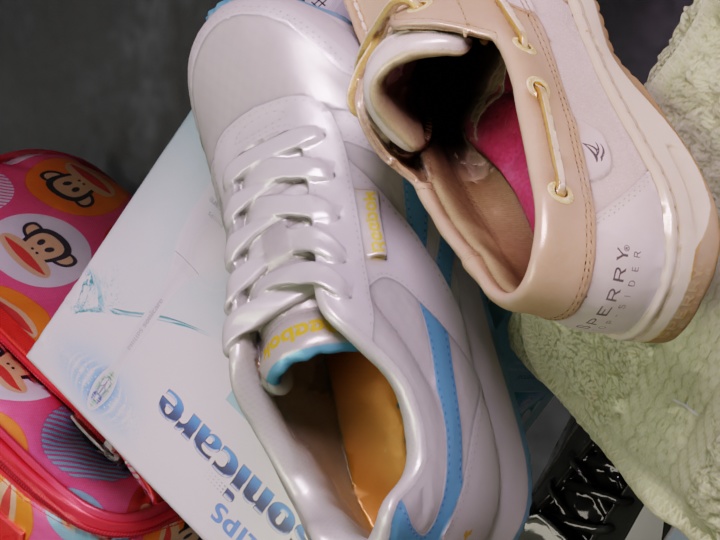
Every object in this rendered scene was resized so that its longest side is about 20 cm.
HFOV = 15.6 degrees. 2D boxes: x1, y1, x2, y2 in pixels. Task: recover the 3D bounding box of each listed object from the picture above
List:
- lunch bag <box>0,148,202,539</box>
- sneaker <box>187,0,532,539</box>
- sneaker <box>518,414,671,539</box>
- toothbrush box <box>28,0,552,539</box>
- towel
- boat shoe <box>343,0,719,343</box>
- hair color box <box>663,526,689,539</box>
[{"bbox_3d":[-0.129,0.047,1.059,0.200,0.176,0.082,41,132,24],"label":"lunch bag"},{"bbox_3d":[-0.008,0.000,0.829,0.076,0.081,0.201,-28,75,26],"label":"sneaker"},{"bbox_3d":[0.080,0.097,0.938,0.066,0.090,0.201,42,129,24],"label":"sneaker"},{"bbox_3d":[0.000,0.000,0.927,0.146,0.085,0.200,44,109,24],"label":"toothbrush box"},{"bbox_3d":[0.128,-0.003,0.766,0.148,0.036,0.200,44,126,23],"label":"towel"},{"bbox_3d":[0.033,-0.057,0.785,0.200,0.069,0.074,56,133,43],"label":"boat shoe"},{"bbox_3d":[0.122,0.139,0.906,0.061,0.099,0.200,44,130,21],"label":"hair color box"}]
